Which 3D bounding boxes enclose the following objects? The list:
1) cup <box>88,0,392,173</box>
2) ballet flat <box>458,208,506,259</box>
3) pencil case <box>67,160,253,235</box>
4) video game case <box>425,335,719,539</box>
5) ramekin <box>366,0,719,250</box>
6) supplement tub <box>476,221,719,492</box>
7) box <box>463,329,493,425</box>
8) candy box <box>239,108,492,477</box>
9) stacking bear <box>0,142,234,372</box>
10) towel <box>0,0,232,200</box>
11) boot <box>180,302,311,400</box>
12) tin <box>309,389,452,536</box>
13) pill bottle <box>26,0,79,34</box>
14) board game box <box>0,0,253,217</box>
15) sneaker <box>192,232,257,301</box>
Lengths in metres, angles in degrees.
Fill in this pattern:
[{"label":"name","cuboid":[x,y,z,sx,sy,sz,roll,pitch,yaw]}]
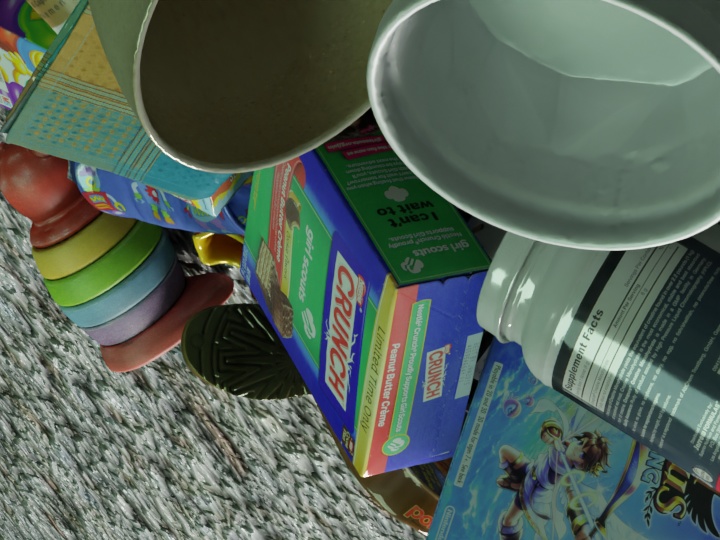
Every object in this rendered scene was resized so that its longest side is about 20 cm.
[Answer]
[{"label":"cup","cuboid":[-0.068,-0.174,1.108,0.143,0.199,0.201,48,162,32]},{"label":"ballet flat","cuboid":[0.075,-0.018,1.364,0.074,0.074,0.199,48,154,-17]},{"label":"pencil case","cuboid":[-0.127,-0.073,1.540,0.199,0.078,0.087,10,134,47]},{"label":"video game case","cuboid":[0.147,0.134,1.321,0.180,0.202,0.045,19,-179,8]},{"label":"ramekin","cuboid":[0.112,-0.112,1.066,0.198,0.106,0.201,14,146,9]},{"label":"supplement tub","cuboid":[0.181,0.030,1.211,0.199,0.141,0.141,32,154,16]},{"label":"box","cuboid":[0.168,0.137,1.468,0.199,0.086,0.164,25,152,28]},{"label":"candy box","cuboid":[0.000,0.000,1.341,0.201,0.076,0.170,56,149,38]},{"label":"stacking bear","cuboid":[-0.214,-0.029,1.706,0.121,0.114,0.201,-2,128,55]},{"label":"towel","cuboid":[-0.117,-0.113,1.273,0.146,0.022,0.200,18,146,-20]},{"label":"boot","cuboid":[-0.079,0.066,1.606,0.174,0.067,0.200,12,174,-22]},{"label":"tin","cuboid":[0.017,0.103,1.439,0.112,0.042,0.201,39,-165,-39]},{"label":"pill bottle","cuboid":[-0.205,-0.248,1.318,0.200,0.115,0.114,47,154,-15]},{"label":"board game box","cuboid":[-0.153,-0.141,1.434,0.199,0.105,0.103,27,152,24]},{"label":"sneaker","cuboid":[-0.034,0.007,1.545,0.199,0.077,0.073,22,148,30]}]
